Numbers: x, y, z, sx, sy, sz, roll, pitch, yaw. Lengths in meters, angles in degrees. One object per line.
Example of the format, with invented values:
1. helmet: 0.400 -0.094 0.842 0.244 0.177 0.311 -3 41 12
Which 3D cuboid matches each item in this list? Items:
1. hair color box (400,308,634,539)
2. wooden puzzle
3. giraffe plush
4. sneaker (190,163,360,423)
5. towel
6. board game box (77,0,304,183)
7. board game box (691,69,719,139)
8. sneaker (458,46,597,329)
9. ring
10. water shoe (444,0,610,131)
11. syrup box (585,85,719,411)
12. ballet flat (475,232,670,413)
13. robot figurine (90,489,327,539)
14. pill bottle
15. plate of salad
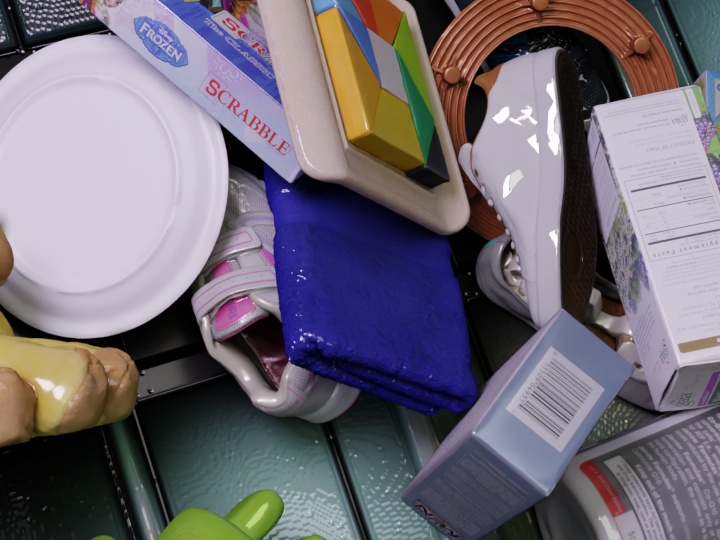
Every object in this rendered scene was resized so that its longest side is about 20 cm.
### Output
1. hair color box: 0.095 0.107 0.985 0.060 0.200 0.099 38 69 3
2. wooden puzzle: 0.007 -0.128 1.011 0.037 0.199 0.187 -22 71 26
3. giraffe plush: -0.252 0.030 0.954 0.198 0.172 0.164 -12 87 17
4. sneaker: -0.073 0.011 1.027 0.081 0.088 0.201 -36 80 17
5. towel: 0.000 0.000 1.031 0.146 0.050 0.202 19 41 -28
6. board game box: -0.077 -0.163 1.059 0.200 0.041 0.200 40 27 2
7. board game box: 0.351 -0.072 1.186 0.197 0.034 0.136 8 71 -9
8. sneaker: 0.113 -0.048 1.065 0.084 0.073 0.203 -10 72 28
9. ring: 0.139 -0.111 1.120 0.198 0.019 0.203 -1 97 -8
10. water shoe: 0.117 -0.189 1.151 0.071 0.079 0.201 -37 83 -20
11. syrup box: 0.215 -0.015 1.043 0.080 0.079 0.202 -11 63 -5
12. ballet flat: 0.171 0.038 1.097 0.199 0.064 0.068 32 73 -1
13. robot figurine: -0.105 0.229 0.949 0.175 0.116 0.200 42 69 -5
14. pill bottle: 0.228 0.150 1.045 0.198 0.114 0.115 -19 77 -16
15. plate of salad: -0.177 -0.056 1.031 0.197 0.048 0.203 -1 85 16
